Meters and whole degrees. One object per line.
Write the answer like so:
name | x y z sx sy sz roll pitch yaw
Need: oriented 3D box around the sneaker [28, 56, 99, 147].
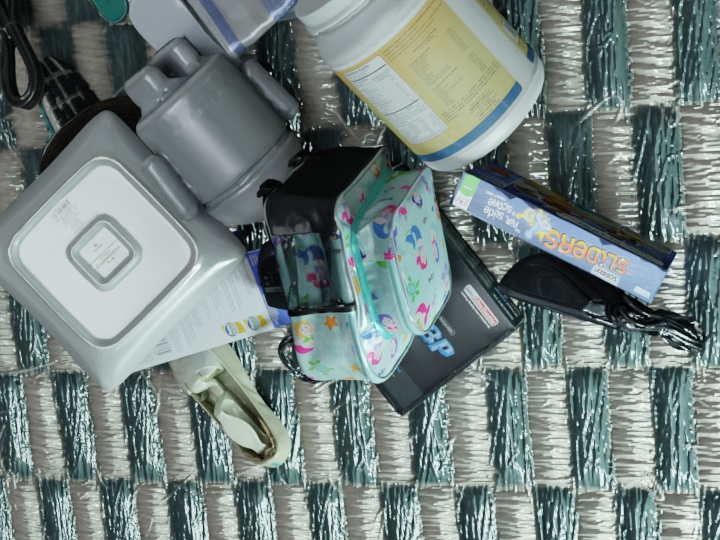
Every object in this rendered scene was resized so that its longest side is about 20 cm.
sneaker | -0.305 -0.122 1.542 0.079 0.077 0.201 -15 98 30

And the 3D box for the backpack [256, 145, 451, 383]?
backpack | 0.000 0.000 1.358 0.149 0.178 0.201 3 116 19

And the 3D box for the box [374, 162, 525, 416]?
box | 0.041 0.020 1.469 0.159 0.046 0.200 -38 88 23

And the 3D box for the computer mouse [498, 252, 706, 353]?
computer mouse | 0.215 0.021 1.368 0.199 0.138 0.053 17 89 46

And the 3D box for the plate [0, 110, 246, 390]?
plate | -0.246 -0.018 1.426 0.200 0.032 0.200 -44 93 4

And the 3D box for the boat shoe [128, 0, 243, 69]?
boat shoe | -0.153 -0.207 1.472 0.072 0.068 0.200 -37 108 17

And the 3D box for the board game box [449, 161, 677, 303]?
board game box | 0.189 -0.039 1.356 0.199 0.135 0.035 27 104 11

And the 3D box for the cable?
cable | -0.359 -0.260 1.520 0.097 0.050 0.201 -37 75 12

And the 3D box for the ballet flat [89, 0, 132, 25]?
ballet flat | -0.278 -0.335 1.475 0.071 0.072 0.201 -28 104 22

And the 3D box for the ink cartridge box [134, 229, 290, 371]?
ink cartridge box | -0.167 0.029 1.495 0.199 0.042 0.120 -15 134 3

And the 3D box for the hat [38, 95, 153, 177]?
hat | -0.225 -0.071 1.480 0.199 0.081 0.202 -3 100 -16

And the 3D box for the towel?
towel | -0.087 -0.311 1.396 0.200 0.024 0.147 -42 60 11

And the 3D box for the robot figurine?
robot figurine | -0.133 -0.124 1.404 0.200 0.113 0.170 47 71 -13

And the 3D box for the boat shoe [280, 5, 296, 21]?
boat shoe | -0.048 -0.283 1.420 0.199 0.074 0.066 -14 94 11

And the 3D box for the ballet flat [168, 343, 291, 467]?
ballet flat | -0.147 0.126 1.549 0.069 0.069 0.200 -43 87 23

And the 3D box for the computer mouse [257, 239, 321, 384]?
computer mouse | -0.064 0.039 1.478 0.058 0.034 0.201 -2 134 7

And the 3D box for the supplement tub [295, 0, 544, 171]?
supplement tub | 0.053 -0.203 1.327 0.144 0.145 0.200 -37 113 23
